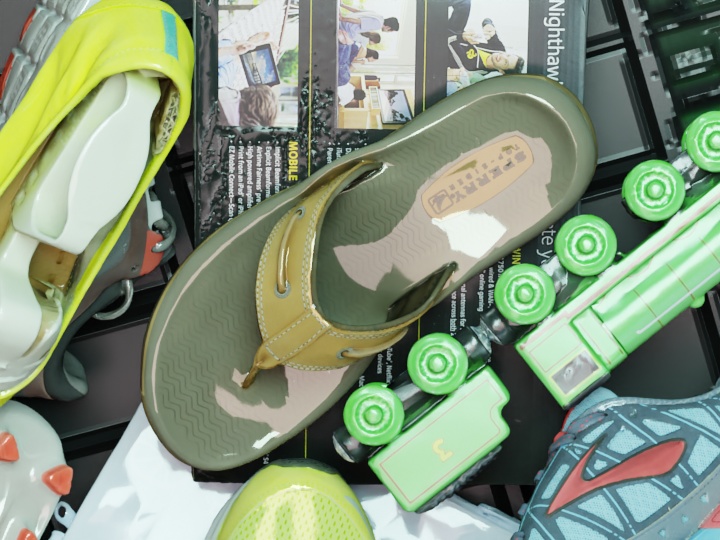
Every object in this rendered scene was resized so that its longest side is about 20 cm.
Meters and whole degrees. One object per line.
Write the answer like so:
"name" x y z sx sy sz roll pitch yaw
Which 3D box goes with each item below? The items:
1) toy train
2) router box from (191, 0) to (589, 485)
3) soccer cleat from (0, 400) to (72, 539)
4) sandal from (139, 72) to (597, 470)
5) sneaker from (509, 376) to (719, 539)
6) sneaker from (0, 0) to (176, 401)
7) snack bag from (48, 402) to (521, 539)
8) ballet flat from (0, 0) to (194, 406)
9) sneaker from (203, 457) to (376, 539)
"toy train" 0.078 0.016 1.014 0.200 0.042 0.056 -38 88 2
"router box" 0.010 -0.018 1.057 0.149 0.051 0.200 1 103 -1
"soccer cleat" -0.182 0.140 1.081 0.069 0.078 0.200 39 72 -29
"sandal" 0.000 0.000 1.005 0.200 0.054 0.080 -35 102 8
"sneaker" 0.093 0.093 1.026 0.200 0.079 0.096 -25 64 -23
"sneaker" -0.107 -0.038 1.082 0.082 0.077 0.200 17 111 -16
"snack bag" -0.044 0.150 1.100 0.188 0.021 0.200 28 82 3
"ballet flat" -0.121 -0.010 1.012 0.067 0.067 0.200 24 107 -29
"sneaker" -0.031 0.171 1.029 0.078 0.090 0.200 8 91 -2
